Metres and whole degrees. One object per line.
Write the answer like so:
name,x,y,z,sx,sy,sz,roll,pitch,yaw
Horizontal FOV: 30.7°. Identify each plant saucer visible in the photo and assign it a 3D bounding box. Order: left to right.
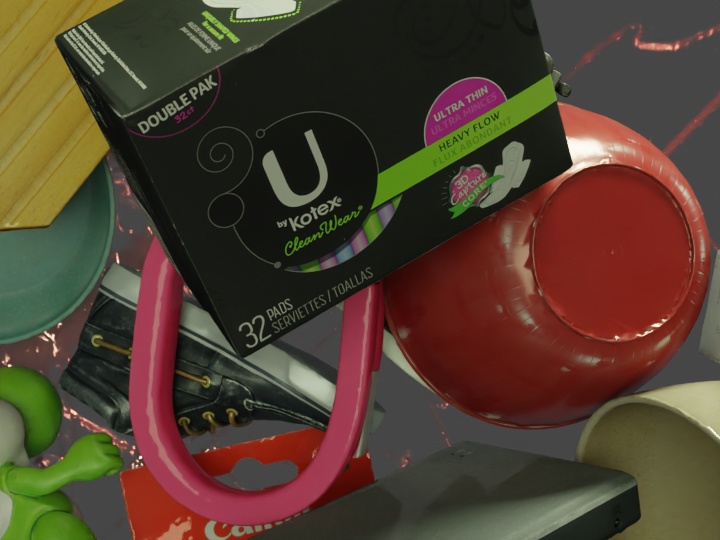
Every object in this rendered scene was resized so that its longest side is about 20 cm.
plant saucer,-0.245,-0.052,0.825,0.200,0.036,0.200,3,109,8

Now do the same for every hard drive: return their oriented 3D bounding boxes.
hard drive,0.034,0.146,0.706,0.139,0.200,0.033,4,107,49

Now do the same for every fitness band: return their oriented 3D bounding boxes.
fitness band,-0.061,0.046,0.753,0.143,0.037,0.200,7,93,12

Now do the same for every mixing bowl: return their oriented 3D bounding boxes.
mixing bowl,0.119,-0.008,0.738,0.200,0.108,0.201,1,86,-15

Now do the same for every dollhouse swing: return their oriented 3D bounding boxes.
dollhouse swing,-0.180,-0.146,0.702,0.200,0.182,0.176,40,62,-11

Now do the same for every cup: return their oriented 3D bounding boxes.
cup,0.235,0.142,0.727,0.143,0.200,0.201,-19,86,-23

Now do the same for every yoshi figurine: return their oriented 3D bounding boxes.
yoshi figurine,-0.197,0.133,0.803,0.112,0.112,0.200,-30,77,-8

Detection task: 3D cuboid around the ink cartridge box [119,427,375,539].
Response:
ink cartridge box,-0.050,0.204,0.795,0.160,0.047,0.200,-11,89,-10

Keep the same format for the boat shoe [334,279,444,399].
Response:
boat shoe,0.000,0.000,0.805,0.200,0.076,0.060,37,94,-6

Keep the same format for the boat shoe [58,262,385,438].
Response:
boat shoe,-0.088,0.077,0.814,0.200,0.071,0.091,26,90,14

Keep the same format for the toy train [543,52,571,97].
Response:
toy train,0.038,-0.148,0.820,0.200,0.034,0.046,27,95,7

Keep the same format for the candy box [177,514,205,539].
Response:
candy box,-0.162,0.250,0.837,0.200,0.026,0.102,-34,84,4

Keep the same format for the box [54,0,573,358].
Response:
box,-0.020,-0.084,0.653,0.200,0.124,0.149,-30,126,-11

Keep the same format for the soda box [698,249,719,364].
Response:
soda box,0.233,0.027,0.709,0.064,0.200,0.068,11,92,7
